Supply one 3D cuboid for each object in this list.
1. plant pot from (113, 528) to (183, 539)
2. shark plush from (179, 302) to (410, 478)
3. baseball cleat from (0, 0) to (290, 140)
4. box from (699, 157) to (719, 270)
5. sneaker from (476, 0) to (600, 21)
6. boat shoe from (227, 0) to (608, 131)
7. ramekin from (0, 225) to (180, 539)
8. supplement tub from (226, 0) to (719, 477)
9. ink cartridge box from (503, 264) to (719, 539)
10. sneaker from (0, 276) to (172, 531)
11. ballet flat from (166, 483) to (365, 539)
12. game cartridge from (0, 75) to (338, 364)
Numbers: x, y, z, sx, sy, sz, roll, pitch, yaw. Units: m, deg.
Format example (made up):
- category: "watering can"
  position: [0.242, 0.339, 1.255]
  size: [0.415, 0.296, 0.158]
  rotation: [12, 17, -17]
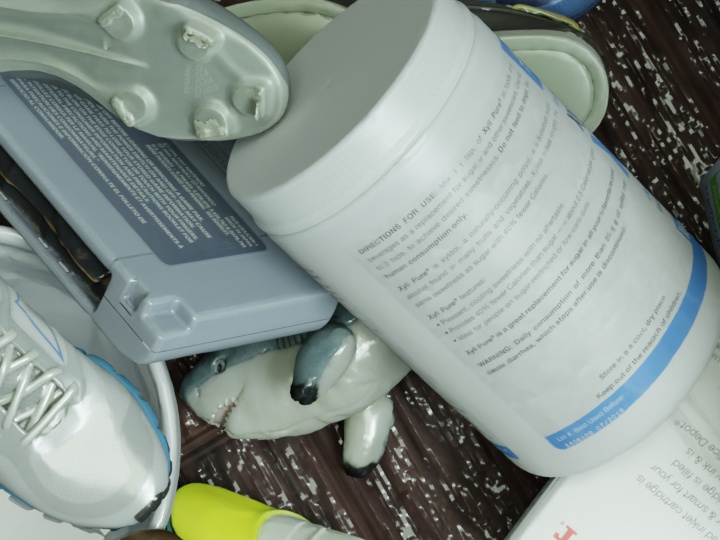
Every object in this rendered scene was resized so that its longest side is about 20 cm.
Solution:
- category: "plant pot"
  position: [-0.056, 0.245, 1.027]
  size: [0.197, 0.200, 0.201]
  rotation: [29, 82, 22]
- category: "shark plush"
  position: [0.000, 0.000, 1.158]
  size: [0.083, 0.091, 0.201]
  rotation: [31, 87, 34]
- category: "baseball cleat"
  position: [-0.116, -0.114, 1.076]
  size: [0.198, 0.107, 0.070]
  rotation: [15, 120, 10]
- category: "box"
  position: [0.217, 0.031, 1.015]
  size: [0.096, 0.177, 0.202]
  rotation: [-11, 80, -4]
- category: "sneaker"
  position: [0.027, -0.169, 1.172]
  size: [0.198, 0.082, 0.075]
  rotation: [17, 81, -1]
- category: "boat shoe"
  position: [0.017, -0.094, 1.152]
  size: [0.199, 0.061, 0.072]
  rotation: [6, 110, 6]
- category: "ramekin"
  position: [-0.180, 0.083, 1.122]
  size: [0.198, 0.105, 0.202]
  rotation: [0, 82, -1]
- category: "supplement tub"
  position: [0.053, -0.016, 1.069]
  size: [0.200, 0.132, 0.132]
  rotation: [44, 83, -23]
- category: "ink cartridge box"
  position: [0.178, 0.098, 1.134]
  size: [0.146, 0.084, 0.200]
  rotation: [39, 83, 4]
- category: "sneaker"
  position: [-0.163, 0.036, 1.034]
  size: [0.200, 0.087, 0.075]
  rotation: [41, 82, 3]
- category: "ballet flat"
  position: [-0.004, 0.164, 1.129]
  size: [0.200, 0.067, 0.067]
  rotation: [49, 123, 2]
- category: "game cartridge"
  position: [-0.104, -0.038, 1.115]
  size: [0.200, 0.133, 0.042]
  rotation: [47, 121, 27]
